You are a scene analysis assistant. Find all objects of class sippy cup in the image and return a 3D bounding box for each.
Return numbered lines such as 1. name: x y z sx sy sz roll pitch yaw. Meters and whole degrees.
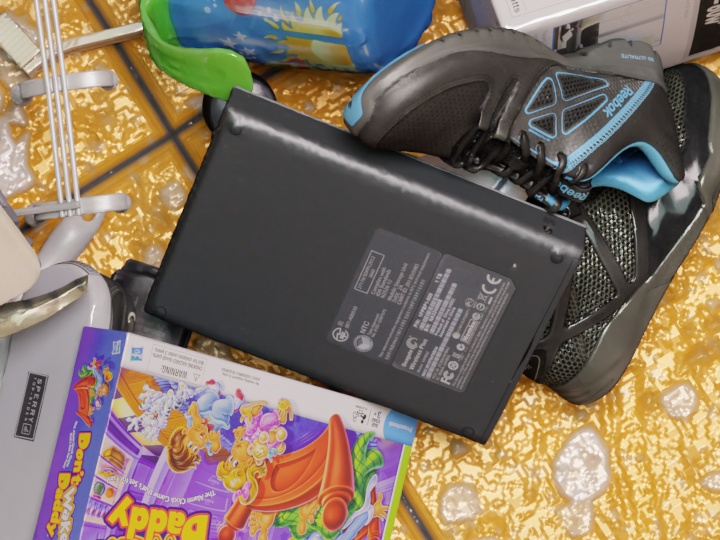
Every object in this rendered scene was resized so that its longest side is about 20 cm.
1. sippy cup: -0.031 -0.165 1.441 0.130 0.140 0.178 16 85 25

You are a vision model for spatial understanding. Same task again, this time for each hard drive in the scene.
1. hard drive: 0.000 0.000 1.413 0.199 0.033 0.140 21 123 -5

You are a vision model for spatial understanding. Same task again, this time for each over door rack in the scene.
1. over door rack: -0.222 -0.093 1.471 0.199 0.067 0.148 -7 91 19

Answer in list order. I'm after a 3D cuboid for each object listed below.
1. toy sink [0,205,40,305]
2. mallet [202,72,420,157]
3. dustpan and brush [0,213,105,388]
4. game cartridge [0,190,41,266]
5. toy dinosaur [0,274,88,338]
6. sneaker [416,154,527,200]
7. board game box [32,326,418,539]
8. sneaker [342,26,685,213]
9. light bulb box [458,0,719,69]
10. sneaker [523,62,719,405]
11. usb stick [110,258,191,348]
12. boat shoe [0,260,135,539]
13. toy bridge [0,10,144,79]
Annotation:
1. toy sink: -0.264 -0.065 1.337 0.130 0.112 0.200 -27 130 8
2. mallet: 0.006 -0.064 1.488 0.199 0.066 0.041 20 95 -1
3. dustpan and brush: -0.208 0.038 1.483 0.139 0.057 0.200 37 91 8
4. game cartridge: -0.273 -0.047 1.438 0.133 0.042 0.200 -36 82 13
5. toy dinosaur: -0.237 0.048 1.393 0.199 0.047 0.088 -1 88 15
6. sneaker: 0.002 -0.030 1.447 0.200 0.073 0.071 -29 128 16
7. board game box: -0.070 0.119 1.423 0.200 0.045 0.135 17 83 -38
8. sneaker: 0.085 -0.074 1.375 0.199 0.073 0.082 -4 65 -31
9. light bulb box: 0.140 -0.217 1.460 0.199 0.125 0.199 -17 72 -4
10. sneaker: 0.125 -0.037 1.470 0.114 0.076 0.200 30 87 -28
11. usb stick: -0.142 0.094 1.485 0.055 0.033 0.201 18 84 7
12. boat shoe: -0.165 0.095 1.424 0.068 0.057 0.201 17 89 30
13. toy bridge: -0.116 -0.178 1.514 0.200 0.027 0.067 -43 87 -5
